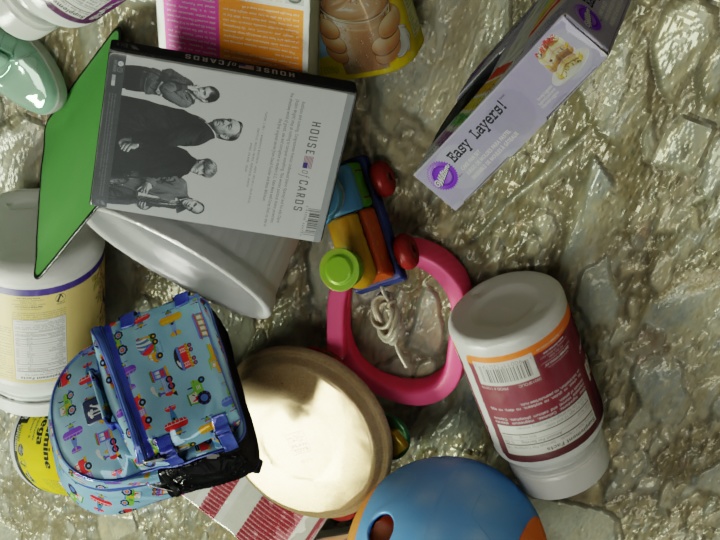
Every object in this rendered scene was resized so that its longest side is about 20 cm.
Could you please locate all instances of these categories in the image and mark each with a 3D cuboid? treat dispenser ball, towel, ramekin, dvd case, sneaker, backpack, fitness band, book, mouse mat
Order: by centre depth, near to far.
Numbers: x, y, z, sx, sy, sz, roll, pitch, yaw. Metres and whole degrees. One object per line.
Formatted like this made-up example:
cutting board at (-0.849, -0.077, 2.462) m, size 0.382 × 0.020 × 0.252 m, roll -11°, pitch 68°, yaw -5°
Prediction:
book at (-0.101, -0.196, 1.206) m, size 0.133 × 0.048 × 0.201 m, roll 10°, pitch 130°, yaw 8°
dvd case at (-0.115, -0.102, 1.215) m, size 0.198 × 0.025 × 0.151 m, roll 9°, pitch 125°, yaw -9°
mouse mat at (-0.258, -0.108, 1.355) m, size 0.007 × 0.201 × 0.161 m, roll 19°, pitch 136°, yaw -30°
ramekin at (-0.148, -0.046, 1.362) m, size 0.199 × 0.098 × 0.201 m, roll 27°, pitch 167°, yaw 7°
sneaker at (-0.371, -0.196, 1.372) m, size 0.200 × 0.118 × 0.074 m, roll 42°, pitch 127°, yaw -14°
backpack at (-0.213, 0.133, 1.429) m, size 0.199 × 0.184 × 0.135 m, roll -18°, pitch 156°, yaw 0°
treat dispenser ball at (0.084, 0.282, 1.442) m, size 0.199 × 0.201 × 0.202 m, roll 10°, pitch 128°, yaw 13°
fitness band at (0.038, 0.051, 1.456) m, size 0.143 × 0.038 × 0.201 m, roll 12°, pitch 130°, yaw 11°
towel at (-0.117, 0.210, 1.583) m, size 0.199 × 0.023 × 0.145 m, roll 36°, pitch 105°, yaw 9°

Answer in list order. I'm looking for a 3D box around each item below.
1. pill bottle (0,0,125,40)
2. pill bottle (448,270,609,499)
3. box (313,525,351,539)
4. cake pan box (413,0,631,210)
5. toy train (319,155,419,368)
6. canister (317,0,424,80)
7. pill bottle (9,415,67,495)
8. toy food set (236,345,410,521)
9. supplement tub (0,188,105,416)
pill bottle at (-0.233, -0.276, 1.265) m, size 0.199 × 0.113 × 0.112 m, roll -24°, pitch 114°, yaw 33°
pill bottle at (0.165, 0.111, 1.403) m, size 0.113 × 0.114 × 0.201 m, roll -8°, pitch 123°, yaw 25°
box at (-0.012, 0.359, 1.617) m, size 0.199 × 0.106 × 0.153 m, roll -16°, pitch 83°, yaw 29°
cake pan box at (0.134, -0.159, 1.169) m, size 0.052 × 0.184 × 0.200 m, roll 39°, pitch 130°, yaw -5°
toy train at (0.000, 0.000, 1.337) m, size 0.084 × 0.116 × 0.201 m, roll -18°, pitch 90°, yaw 20°
canister at (-0.039, -0.260, 1.223) m, size 0.147 × 0.087 × 0.201 m, roll -4°, pitch 125°, yaw 24°
pill bottle at (-0.285, 0.188, 1.588) m, size 0.199 × 0.113 × 0.113 m, roll -4°, pitch 127°, yaw 51°
toy food set at (-0.054, 0.166, 1.509) m, size 0.200 × 0.049 × 0.198 m, roll -37°, pitch 93°, yaw 32°
supplement tub at (-0.332, 0.035, 1.511) m, size 0.144 × 0.146 × 0.201 m, roll 15°, pitch 129°, yaw 9°
